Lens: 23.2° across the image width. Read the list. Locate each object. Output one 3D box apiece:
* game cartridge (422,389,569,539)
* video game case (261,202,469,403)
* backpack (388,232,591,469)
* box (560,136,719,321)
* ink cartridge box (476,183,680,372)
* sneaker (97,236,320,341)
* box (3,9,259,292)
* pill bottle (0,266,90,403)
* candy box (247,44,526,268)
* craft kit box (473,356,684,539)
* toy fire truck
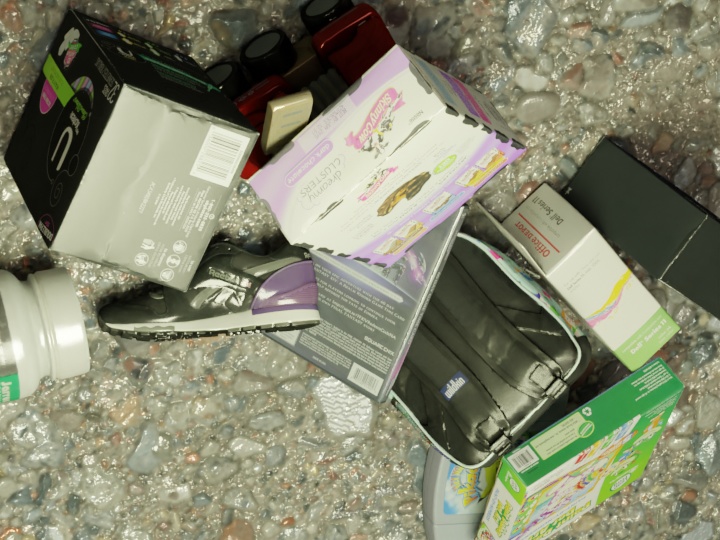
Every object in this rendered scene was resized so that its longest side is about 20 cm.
[{"bbox_3d":[0.132,0.199,1.794,0.133,0.040,0.200,1,113,-19],"label":"game cartridge"},{"bbox_3d":[0.000,0.000,1.595,0.019,0.143,0.200,-7,123,-62],"label":"video game case"},{"bbox_3d":[0.098,0.064,1.637,0.200,0.151,0.178,44,99,8],"label":"backpack"},{"bbox_3d":[0.298,-0.031,1.653,0.141,0.200,0.079,28,102,-31],"label":"box"},{"bbox_3d":[0.207,-0.006,1.678,0.067,0.117,0.200,-43,122,3],"label":"ink cartridge box"},{"bbox_3d":[-0.139,0.016,1.590,0.199,0.076,0.088,-4,84,-9],"label":"sneaker"},{"bbox_3d":[-0.190,-0.100,1.423,0.124,0.200,0.149,19,105,-29],"label":"box"},{"bbox_3d":[-0.338,0.063,1.493,0.200,0.113,0.113,-13,118,-15],"label":"pill bottle"},{"bbox_3d":[0.026,-0.088,1.455,0.168,0.072,0.200,-40,160,14],"label":"candy box"},{"bbox_3d":[0.211,0.193,1.725,0.200,0.049,0.198,-29,157,-21],"label":"craft kit box"},{"bbox_3d":[-0.039,-0.145,1.463,0.176,0.200,0.129,-34,122,-4],"label":"toy fire truck"}]
